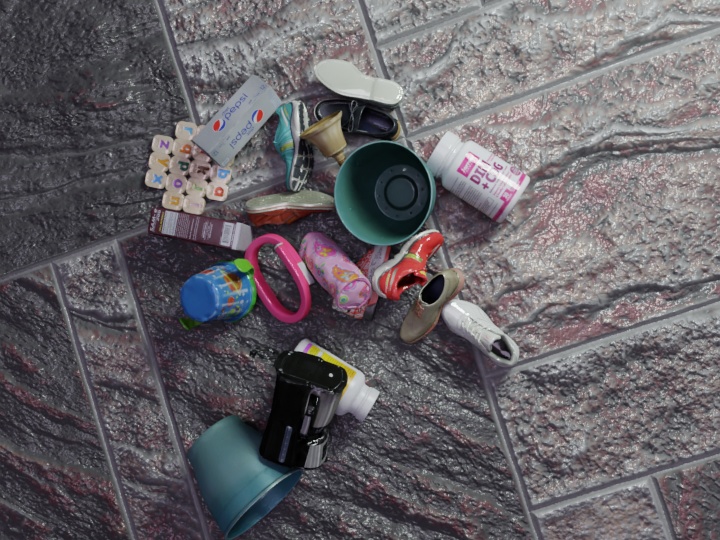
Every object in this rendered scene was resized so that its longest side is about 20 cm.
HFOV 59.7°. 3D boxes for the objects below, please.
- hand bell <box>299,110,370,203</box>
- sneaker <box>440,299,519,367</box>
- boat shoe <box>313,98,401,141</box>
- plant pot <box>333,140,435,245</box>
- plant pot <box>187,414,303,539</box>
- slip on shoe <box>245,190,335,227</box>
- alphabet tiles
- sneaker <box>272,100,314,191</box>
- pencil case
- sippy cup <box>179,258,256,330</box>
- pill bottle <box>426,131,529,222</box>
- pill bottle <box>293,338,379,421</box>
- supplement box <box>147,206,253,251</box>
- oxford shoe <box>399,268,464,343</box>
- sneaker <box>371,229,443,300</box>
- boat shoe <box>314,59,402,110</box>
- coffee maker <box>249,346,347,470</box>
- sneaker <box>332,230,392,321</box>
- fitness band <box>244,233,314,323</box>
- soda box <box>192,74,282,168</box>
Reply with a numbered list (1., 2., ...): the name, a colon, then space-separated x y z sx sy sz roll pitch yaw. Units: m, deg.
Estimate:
1. hand bell: -0.037 -0.229 1.351 0.104 0.104 0.201 -30 110 3
2. sneaker: 0.256 0.128 1.312 0.199 0.099 0.078 36 91 5
3. boat shoe: -0.008 -0.333 1.368 0.199 0.062 0.075 18 92 6
4. plant pot: 0.064 -0.158 1.286 0.199 0.161 0.202 2 98 17
5. plant pot: -0.256 0.416 1.309 0.200 0.200 0.188 -47 71 2
6. slip on shoe: -0.150 -0.133 1.377 0.198 0.074 0.062 -7 122 -1
7. alphabet tiles: -0.385 -0.232 1.419 0.194 0.015 0.202 11 89 5
8. sneaker: -0.151 -0.272 1.383 0.079 0.077 0.202 -4 83 24
9. pencil case: -0.057 -0.001 1.300 0.087 0.087 0.200 -46 46 2
10. sippy cup: -0.310 0.052 1.332 0.139 0.130 0.179 14 100 17
11. pill bottle: 0.242 -0.199 1.316 0.199 0.113 0.114 33 91 5
12. pill bottle: -0.062 0.237 1.332 0.199 0.104 0.105 31 91 5
13. supplement box: -0.345 -0.088 1.364 0.198 0.109 0.061 11 90 6
14. oxford shoe: 0.133 0.073 1.313 0.071 0.074 0.201 46 116 30
15. sneaker: 0.114 -0.005 1.310 0.085 0.077 0.200 32 64 34
16. boat shoe: -0.005 -0.399 1.368 0.199 0.062 0.073 19 85 4
17. coffee maker: -0.135 0.271 1.251 0.191 0.134 0.201 27 113 26
18. sneaker: 0.000 0.001 1.353 0.107 0.067 0.203 15 92 3
19. fitness band: -0.175 0.018 1.346 0.143 0.037 0.201 -38 82 38
20. soda box: -0.268 -0.325 1.368 0.068 0.063 0.200 38 85 29
